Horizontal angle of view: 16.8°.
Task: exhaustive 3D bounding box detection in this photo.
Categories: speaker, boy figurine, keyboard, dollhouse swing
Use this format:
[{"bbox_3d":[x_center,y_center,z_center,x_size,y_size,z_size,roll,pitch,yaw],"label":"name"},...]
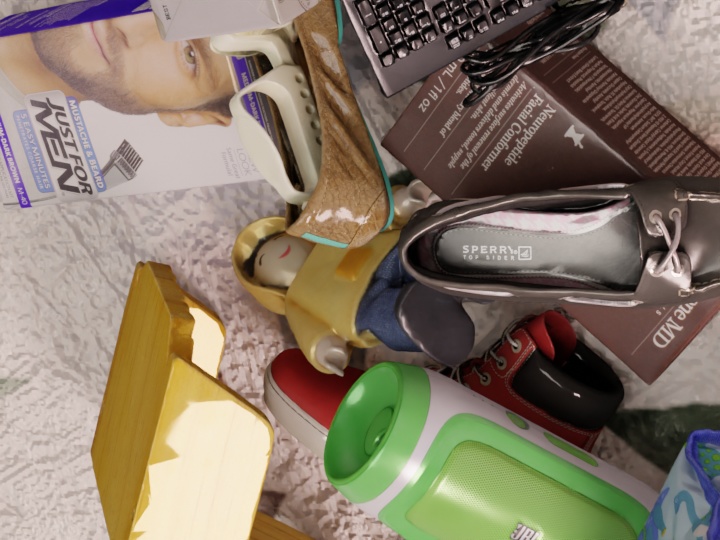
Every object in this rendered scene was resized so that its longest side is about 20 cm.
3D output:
[{"bbox_3d":[0.080,0.124,1.321,0.199,0.089,0.088,28,132,-23],"label":"speaker"},{"bbox_3d":[0.000,0.000,1.376,0.064,0.125,0.200,37,167,-32],"label":"boy figurine"},{"bbox_3d":[0.094,-0.147,1.208,0.199,0.040,0.104,-30,128,-3],"label":"keyboard"},{"bbox_3d":[-0.057,0.113,1.429,0.175,0.200,0.183,12,102,-13],"label":"dollhouse swing"}]

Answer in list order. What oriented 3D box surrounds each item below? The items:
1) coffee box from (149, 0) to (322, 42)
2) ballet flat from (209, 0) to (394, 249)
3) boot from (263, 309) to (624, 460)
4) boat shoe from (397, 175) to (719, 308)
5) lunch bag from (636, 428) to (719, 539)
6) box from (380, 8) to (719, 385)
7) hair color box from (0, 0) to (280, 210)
[{"bbox_3d":[-0.030,-0.204,1.231,0.080,0.200,0.114,-3,112,36],"label":"coffee box"},{"bbox_3d":[-0.041,-0.105,1.320,0.068,0.072,0.201,-33,69,57],"label":"ballet flat"},{"bbox_3d":[0.048,0.061,1.399,0.199,0.072,0.145,25,124,9],"label":"boot"},{"bbox_3d":[0.115,-0.010,1.226,0.199,0.057,0.067,-2,98,17],"label":"boat shoe"},{"bbox_3d":[0.234,0.191,1.265,0.199,0.128,0.171,14,124,-11],"label":"lunch bag"},{"bbox_3d":[0.119,-0.047,1.299,0.200,0.075,0.100,41,126,6],"label":"box"},{"bbox_3d":[-0.135,-0.104,1.431,0.199,0.065,0.110,-6,109,32],"label":"hair color box"}]
